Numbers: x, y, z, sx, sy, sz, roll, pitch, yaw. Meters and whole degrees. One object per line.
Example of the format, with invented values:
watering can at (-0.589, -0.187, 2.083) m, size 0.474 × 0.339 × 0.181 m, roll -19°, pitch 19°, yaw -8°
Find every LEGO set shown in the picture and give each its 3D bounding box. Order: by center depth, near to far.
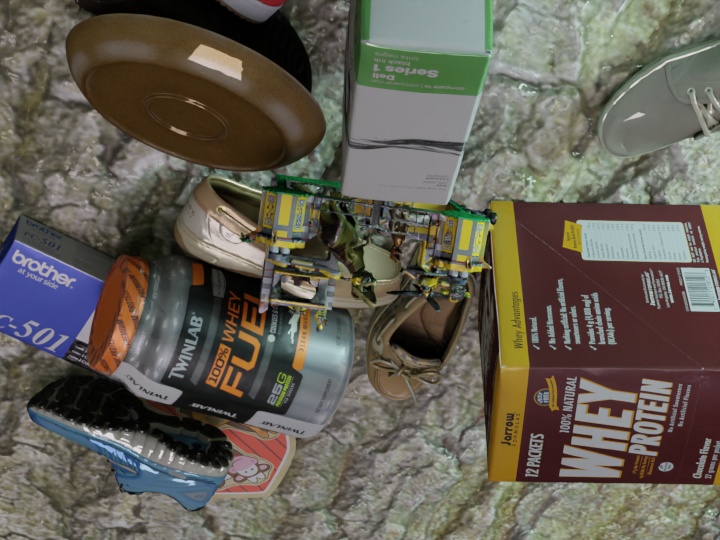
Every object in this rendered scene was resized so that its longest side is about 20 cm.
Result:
LEGO set at (0.000, 0.000, 1.022) m, size 0.199 × 0.154 × 0.116 m, roll 6°, pitch 100°, yaw -14°

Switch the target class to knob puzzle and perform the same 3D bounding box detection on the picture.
knob puzzle at (-0.150, 0.171, 1.317) m, size 0.219 × 0.031 × 0.220 m, roll 0°, pitch 132°, yaw 0°

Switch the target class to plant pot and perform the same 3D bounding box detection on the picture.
plant pot at (-0.124, -0.121, 0.989) m, size 0.199 × 0.028 × 0.200 m, roll 15°, pitch 161°, yaw 5°

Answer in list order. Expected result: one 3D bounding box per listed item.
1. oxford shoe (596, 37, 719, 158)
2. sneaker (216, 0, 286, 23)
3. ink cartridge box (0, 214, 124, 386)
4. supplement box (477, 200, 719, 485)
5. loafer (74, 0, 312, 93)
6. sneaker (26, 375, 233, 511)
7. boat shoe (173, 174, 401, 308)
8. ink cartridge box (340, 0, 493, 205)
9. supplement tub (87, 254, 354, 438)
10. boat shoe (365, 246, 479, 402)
oxford shoe at (0.272, -0.134, 1.020) m, size 0.200 × 0.058 × 0.075 m, roll -22°, pitch 130°, yaw 22°
sneaker at (-0.102, -0.258, 0.903) m, size 0.200 × 0.071 × 0.112 m, roll 31°, pitch 130°, yaw -34°
ink cartridge box at (-0.229, 0.038, 1.181) m, size 0.200 × 0.044 × 0.094 m, roll 28°, pitch 117°, yaw -22°
supplement box at (0.202, 0.057, 1.098) m, size 0.199 × 0.198 × 0.133 m, roll 1°, pitch 132°, yaw 1°
loafer at (-0.123, -0.177, 0.986) m, size 0.200 × 0.073 × 0.071 m, roll 34°, pitch 137°, yaw -23°
sneaker at (-0.222, 0.169, 1.251) m, size 0.200 × 0.078 × 0.090 m, roll 23°, pitch 117°, yaw 7°
boat shoe at (-0.050, -0.026, 1.110) m, size 0.199 × 0.074 × 0.069 m, roll 15°, pitch 126°, yaw -18°
ink cartridge box at (0.034, -0.152, 0.905) m, size 0.084 × 0.146 × 0.200 m, roll 4°, pitch 155°, yaw -4°
supplement tub at (-0.115, 0.060, 1.118) m, size 0.200 × 0.123 × 0.123 m, roll 16°, pitch 130°, yaw -22°
boat shoe at (0.051, 0.052, 1.185) m, size 0.073 × 0.063 × 0.200 m, roll 11°, pitch 131°, yaw -9°
